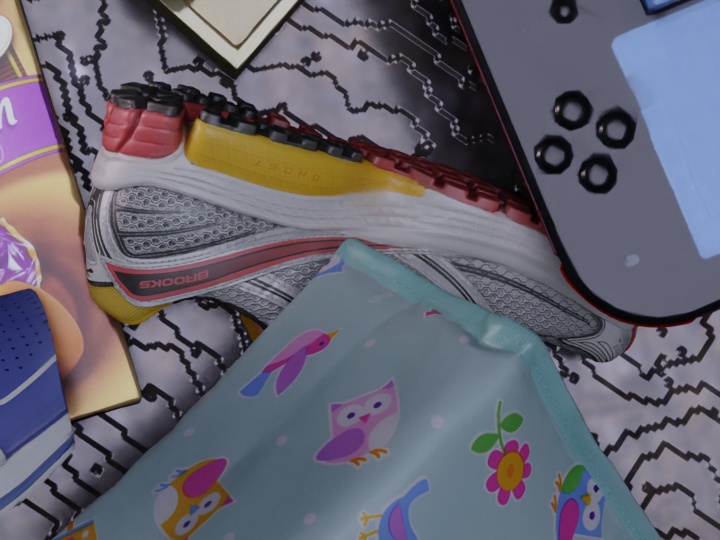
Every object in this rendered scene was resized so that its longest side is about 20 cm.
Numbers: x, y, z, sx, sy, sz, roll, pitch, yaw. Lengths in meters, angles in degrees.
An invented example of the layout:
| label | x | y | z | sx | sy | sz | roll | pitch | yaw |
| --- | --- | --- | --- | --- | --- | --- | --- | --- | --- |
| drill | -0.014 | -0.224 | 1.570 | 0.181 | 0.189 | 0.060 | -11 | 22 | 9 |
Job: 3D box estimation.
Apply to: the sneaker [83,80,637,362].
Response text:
| label | x | y | z | sx | sy | sz | roll | pitch | yaw |
| --- | --- | --- | --- | --- | --- | --- | --- | --- | --- |
| sneaker | 0.000 | 0.000 | 0.774 | 0.199 | 0.078 | 0.083 | 15 | 99 | -20 |

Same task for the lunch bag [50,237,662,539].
| label | x | y | z | sx | sy | sz | roll | pitch | yaw |
| --- | --- | --- | --- | --- | --- | --- | --- | --- | --- |
| lunch bag | 0.013 | 0.123 | 0.716 | 0.170 | 0.122 | 0.200 | -44 | 126 | -15 |

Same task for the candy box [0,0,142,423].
| label | x | y | z | sx | sy | sz | roll | pitch | yaw |
| --- | --- | --- | --- | --- | --- | --- | --- | --- | --- |
| candy box | -0.156 | -0.035 | 0.777 | 0.116 | 0.056 | 0.201 | -18 | 89 | -5 |

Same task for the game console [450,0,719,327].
| label | x | y | z | sx | sy | sz | roll | pitch | yaw |
| --- | --- | --- | --- | --- | --- | --- | --- | --- | --- |
| game console | 0.132 | -0.092 | 0.733 | 0.199 | 0.031 | 0.178 | -22 | 93 | -2 |

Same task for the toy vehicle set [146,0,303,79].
| label | x | y | z | sx | sy | sz | roll | pitch | yaw |
| --- | --- | --- | --- | --- | --- | --- | --- | --- | --- |
| toy vehicle set | -0.076 | -0.179 | 0.802 | 0.200 | 0.027 | 0.124 | 42 | 85 | -3 |

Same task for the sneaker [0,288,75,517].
| label | x | y | z | sx | sy | sz | roll | pitch | yaw |
| --- | --- | --- | --- | --- | --- | --- | --- | --- | --- |
| sneaker | -0.185 | 0.033 | 0.674 | 0.199 | 0.081 | 0.116 | -20 | 120 | -17 |
